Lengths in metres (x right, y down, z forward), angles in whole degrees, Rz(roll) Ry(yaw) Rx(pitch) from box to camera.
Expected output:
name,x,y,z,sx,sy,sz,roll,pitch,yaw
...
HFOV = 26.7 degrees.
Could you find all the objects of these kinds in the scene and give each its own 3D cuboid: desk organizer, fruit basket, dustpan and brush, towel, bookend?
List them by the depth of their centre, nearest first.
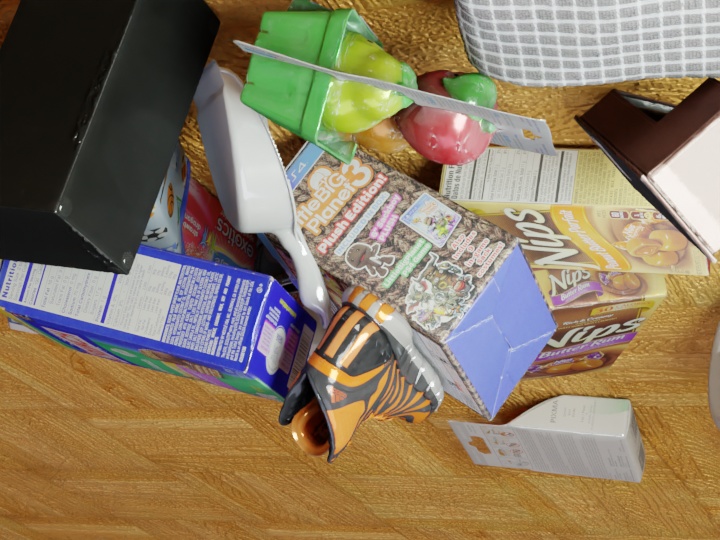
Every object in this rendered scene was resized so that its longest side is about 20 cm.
name,x,y,z,sx,sy,sz,roll,pitch,yaw
towel,0.148,-0.173,0.867,0.199,0.086,0.166,3,156,14
desk organizer,0.207,-0.081,0.978,0.072,0.077,0.200,46,-172,-14
fruit basket,0.031,-0.115,0.994,0.199,0.094,0.185,9,179,11
bookend,-0.227,-0.113,1.034,0.199,0.200,0.092,6,157,27
dustpan and brush,-0.067,-0.050,1.099,0.057,0.201,0.140,-13,-179,-14

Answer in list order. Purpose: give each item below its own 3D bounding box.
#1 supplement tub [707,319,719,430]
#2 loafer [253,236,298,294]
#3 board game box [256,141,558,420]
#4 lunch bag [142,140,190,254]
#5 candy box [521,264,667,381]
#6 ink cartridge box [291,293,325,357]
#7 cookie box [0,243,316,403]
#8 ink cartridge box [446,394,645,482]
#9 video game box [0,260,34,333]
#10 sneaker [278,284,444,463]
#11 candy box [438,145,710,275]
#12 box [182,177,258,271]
name,x,y,z,sx,sy,sz,roll,pitch,yaw
supplement tub,0.410,0.090,1.283,0.199,0.145,0.145,12,156,-6
loafer,0.000,0.000,1.339,0.199,0.063,0.072,2,155,18
board game box,0.035,0.004,1.187,0.200,0.097,0.160,32,167,29
lunch bag,-0.243,-0.084,1.176,0.199,0.125,0.170,0,157,5
candy box,0.182,0.040,1.331,0.116,0.057,0.200,-7,157,-9
ink cartridge box,0.016,0.073,1.453,0.199,0.068,0.117,11,158,23
cookie box,-0.149,0.033,1.133,0.199,0.076,0.171,14,169,12
ink cartridge box,0.212,0.184,1.702,0.199,0.050,0.161,6,157,19
video game box,-0.266,0.024,1.522,0.181,0.047,0.200,9,157,-5
sneaker,-0.006,0.094,1.131,0.077,0.112,0.200,32,167,27
candy box,0.170,-0.046,1.178,0.199,0.056,0.116,2,156,18
box,-0.156,0.000,1.354,0.095,0.100,0.200,-3,153,28
